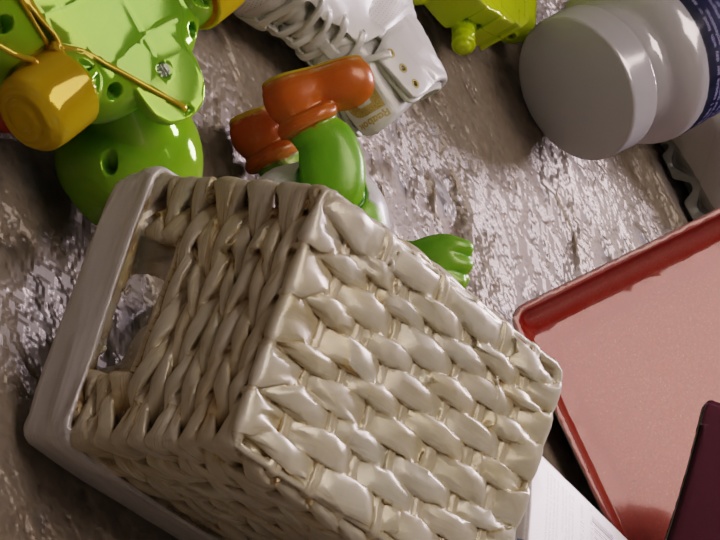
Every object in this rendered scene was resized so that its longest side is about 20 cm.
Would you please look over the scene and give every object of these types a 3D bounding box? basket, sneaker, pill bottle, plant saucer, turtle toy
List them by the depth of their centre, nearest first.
[{"bbox_3d":[-0.022,0.056,1.132,0.200,0.123,0.136,36,66,-41],"label":"basket"},{"bbox_3d":[-0.128,-0.107,1.153,0.146,0.101,0.201,-41,108,-37],"label":"turtle toy"},{"bbox_3d":[-0.014,-0.129,1.391,0.200,0.073,0.116,-5,69,-61],"label":"sneaker"},{"bbox_3d":[0.204,0.077,1.531,0.199,0.037,0.201,-25,89,-22],"label":"plant saucer"},{"bbox_3d":[0.198,-0.148,1.670,0.200,0.116,0.116,-30,93,-39],"label":"pill bottle"},{"bbox_3d":[0.237,-0.116,1.788,0.201,0.088,0.074,57,31,-10],"label":"sneaker"}]

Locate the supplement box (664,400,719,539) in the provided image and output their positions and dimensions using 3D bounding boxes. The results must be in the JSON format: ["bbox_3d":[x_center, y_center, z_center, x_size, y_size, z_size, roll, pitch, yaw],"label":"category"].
[{"bbox_3d":[0.205,0.158,1.384,0.200,0.085,0.111,73,35,-70],"label":"supplement box"}]

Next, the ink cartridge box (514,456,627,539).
[{"bbox_3d":[0.085,0.205,1.231,0.200,0.125,0.129,45,34,-31],"label":"ink cartridge box"}]

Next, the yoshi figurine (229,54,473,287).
[{"bbox_3d":[0.012,-0.002,1.302,0.112,0.111,0.201,3,68,-65],"label":"yoshi figurine"}]

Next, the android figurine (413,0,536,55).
[{"bbox_3d":[0.055,-0.215,1.609,0.182,0.041,0.201,44,33,-34],"label":"android figurine"}]
